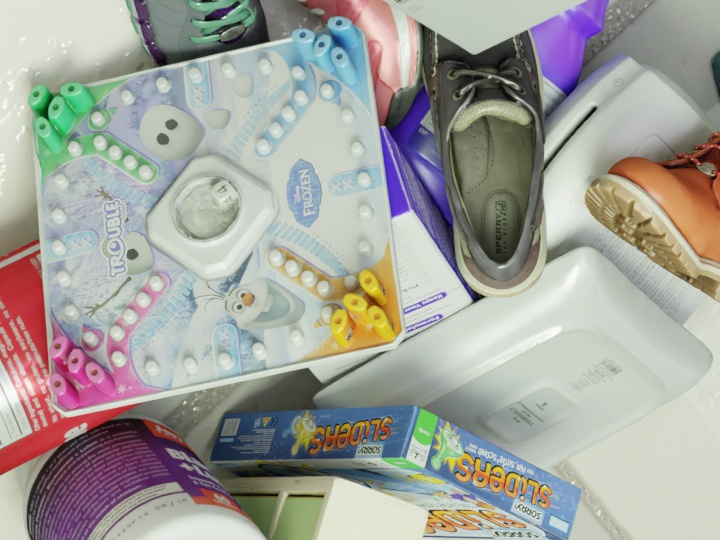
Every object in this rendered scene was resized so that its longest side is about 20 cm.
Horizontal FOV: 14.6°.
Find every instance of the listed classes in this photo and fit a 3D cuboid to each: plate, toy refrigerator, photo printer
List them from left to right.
[{"bbox_3d":[-0.039,0.166,1.657,0.070,0.200,0.076,21,78,-21],"label":"toy refrigerator"},{"bbox_3d":[0.101,0.076,1.720,0.199,0.032,0.199,-30,146,17],"label":"plate"},{"bbox_3d":[0.157,-0.034,1.724,0.167,0.069,0.200,-51,145,2],"label":"photo printer"}]

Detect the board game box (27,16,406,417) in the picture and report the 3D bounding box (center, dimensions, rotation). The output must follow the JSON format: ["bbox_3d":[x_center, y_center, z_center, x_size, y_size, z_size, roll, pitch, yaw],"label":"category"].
[{"bbox_3d":[-0.084,-0.034,1.543,0.199,0.201,0.026,-12,154,9],"label":"board game box"}]

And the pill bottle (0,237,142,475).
[{"bbox_3d":[-0.210,0.057,1.600,0.199,0.112,0.113,-27,120,-13],"label":"pill bottle"}]

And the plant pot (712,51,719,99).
[{"bbox_3d":[0.340,-0.071,1.755,0.141,0.200,0.142,-25,120,-13],"label":"plant pot"}]

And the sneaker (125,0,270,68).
[{"bbox_3d":[-0.095,-0.165,1.575,0.074,0.088,0.201,-31,121,-10],"label":"sneaker"}]

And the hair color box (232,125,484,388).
[{"bbox_3d":[0.000,0.000,1.636,0.109,0.065,0.200,-22,151,7],"label":"hair color box"}]

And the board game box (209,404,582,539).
[{"bbox_3d":[0.019,0.123,1.689,0.135,0.199,0.035,27,71,-31],"label":"board game box"}]

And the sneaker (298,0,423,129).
[{"bbox_3d":[-0.018,-0.176,1.628,0.086,0.074,0.202,-13,109,-9],"label":"sneaker"}]

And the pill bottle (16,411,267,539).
[{"bbox_3d":[-0.131,0.150,1.624,0.111,0.200,0.112,-10,115,-22],"label":"pill bottle"}]

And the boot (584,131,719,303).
[{"bbox_3d":[0.200,-0.049,1.643,0.108,0.075,0.200,-58,153,4],"label":"boot"}]

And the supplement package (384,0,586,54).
[{"bbox_3d":[0.070,-0.254,1.521,0.151,0.150,0.201,29,65,-23],"label":"supplement package"}]

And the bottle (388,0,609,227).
[{"bbox_3d":[0.089,-0.125,1.692,0.083,0.065,0.201,35,93,-26],"label":"bottle"}]

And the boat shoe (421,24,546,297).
[{"bbox_3d":[0.075,-0.087,1.613,0.071,0.065,0.202,-4,81,-3],"label":"boat shoe"}]
